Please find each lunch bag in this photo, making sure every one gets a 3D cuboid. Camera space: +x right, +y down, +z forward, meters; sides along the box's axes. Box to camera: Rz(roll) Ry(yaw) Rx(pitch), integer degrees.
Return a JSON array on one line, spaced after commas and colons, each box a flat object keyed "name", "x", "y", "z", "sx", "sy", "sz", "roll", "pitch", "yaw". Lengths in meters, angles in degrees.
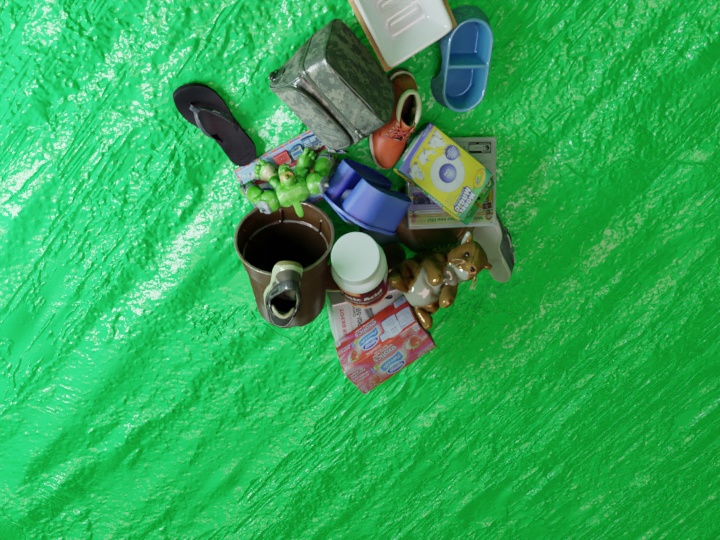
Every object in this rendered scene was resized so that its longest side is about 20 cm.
[{"name": "lunch bag", "x": -0.052, "y": -0.323, "z": 1.414, "sx": 0.166, "sy": 0.141, "sz": 0.199, "roll": -22, "pitch": 131, "yaw": 36}]

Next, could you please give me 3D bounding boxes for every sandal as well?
[{"name": "sandal", "x": -0.265, "y": -0.272, "z": 1.441, "sx": 0.076, "sy": 0.043, "sz": 0.200, "roll": -40, "pitch": 124, "yaw": 12}]

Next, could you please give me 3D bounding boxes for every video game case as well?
[{"name": "video game case", "x": 0.188, "y": -0.182, "z": 1.599, "sx": 0.195, "sy": 0.022, "sz": 0.187, "roll": -3, "pitch": 98, "yaw": -14}]

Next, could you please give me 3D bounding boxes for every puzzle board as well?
[{"name": "puzzle board", "x": -0.135, "y": -0.185, "z": 1.553, "sx": 0.197, "sy": 0.018, "sz": 0.152, "roll": -27, "pitch": 126, "yaw": 4}]

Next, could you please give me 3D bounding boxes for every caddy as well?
[{"name": "caddy", "x": 0.008, "y": -0.136, "z": 1.535, "sx": 0.198, "sy": 0.141, "sz": 0.106, "roll": 12, "pitch": 117, "yaw": -54}]

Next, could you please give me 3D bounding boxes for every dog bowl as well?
[{"name": "dog bowl", "x": 0.199, "y": -0.400, "z": 1.484, "sx": 0.109, "sy": 0.050, "sz": 0.204, "roll": -4, "pitch": 123, "yaw": -13}]

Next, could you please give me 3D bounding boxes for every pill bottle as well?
[{"name": "pill bottle", "x": 0.000, "y": 0.000, "z": 1.546, "sx": 0.112, "sy": 0.116, "sz": 0.200, "roll": -22, "pitch": 164, "yaw": 0}]

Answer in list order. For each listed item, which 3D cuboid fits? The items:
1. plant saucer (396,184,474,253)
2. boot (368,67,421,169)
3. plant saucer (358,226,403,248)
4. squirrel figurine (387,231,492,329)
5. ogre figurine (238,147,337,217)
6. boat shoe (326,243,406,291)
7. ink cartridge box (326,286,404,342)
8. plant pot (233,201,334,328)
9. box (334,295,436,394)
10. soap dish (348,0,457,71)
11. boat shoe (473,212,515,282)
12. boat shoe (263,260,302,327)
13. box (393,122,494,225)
[{"name": "plant saucer", "x": 0.168, "y": -0.118, "z": 1.651, "sx": 0.195, "sy": 0.036, "sz": 0.204, "roll": -5, "pitch": 115, "yaw": -10}, {"name": "boot", "x": 0.069, "y": -0.276, "z": 1.496, "sx": 0.073, "sy": 0.108, "sz": 0.203, "roll": 0, "pitch": 125, "yaw": -17}, {"name": "plant saucer", "x": 0.096, "y": -0.090, "z": 1.682, "sx": 0.196, "sy": 0.019, "sz": 0.071, "roll": -17, "pitch": 126, "yaw": -5}, {"name": "squirrel figurine", "x": 0.175, "y": -0.007, "z": 1.595, "sx": 0.185, "sy": 0.200, "sz": 0.142, "roll": -34, "pitch": 102, "yaw": 19}, {"name": "ogre figurine", "x": -0.132, "y": -0.168, "z": 1.481, "sx": 0.195, "sy": 0.121, "sz": 0.100, "roll": -6, "pitch": 126, "yaw": -13}, {"name": "boat shoe", "x": 0.007, "y": 0.001, "z": 1.684, "sx": 0.196, "sy": 0.073, "sz": 0.065, "roll": -21, "pitch": 164, "yaw": 0}, {"name": "ink cartridge box", "x": 0.028, "y": 0.088, "z": 1.741, "sx": 0.196, "sy": 0.083, "sz": 0.149, "roll": -14, "pitch": 127, "yaw": -7}, {"name": "plant pot", "x": -0.147, "y": -0.003, "z": 1.567, "sx": 0.196, "sy": 0.203, "sz": 0.200, "roll": -10, "pitch": 140, "yaw": -8}, {"name": "box", "x": 0.052, "y": 0.163, "z": 1.686, "sx": 0.198, "sy": 0.100, "sz": 0.096, "roll": -35, "pitch": 127, "yaw": 9}, {"name": "soap dish", "x": 0.063, "y": -0.483, "z": 1.370, "sx": 0.156, "sy": 0.082, "sz": 0.201, "roll": -30, "pitch": 126, "yaw": 6}, {"name": "boat shoe", "x": 0.306, "y": -0.070, "z": 1.742, "sx": 0.062, "sy": 0.072, "sz": 0.203, "roll": -47, "pitch": 128, "yaw": -36}, {"name": "boat shoe", "x": -0.146, "y": 0.059, "z": 1.438, "sx": 0.070, "sy": 0.067, "sz": 0.202, "roll": 8, "pitch": 145, "yaw": -8}, {"name": "box", "x": 0.177, "y": -0.191, "z": 1.560, "sx": 0.198, "sy": 0.048, "sz": 0.118, "roll": 35, "pitch": 88, "yaw": -18}]
